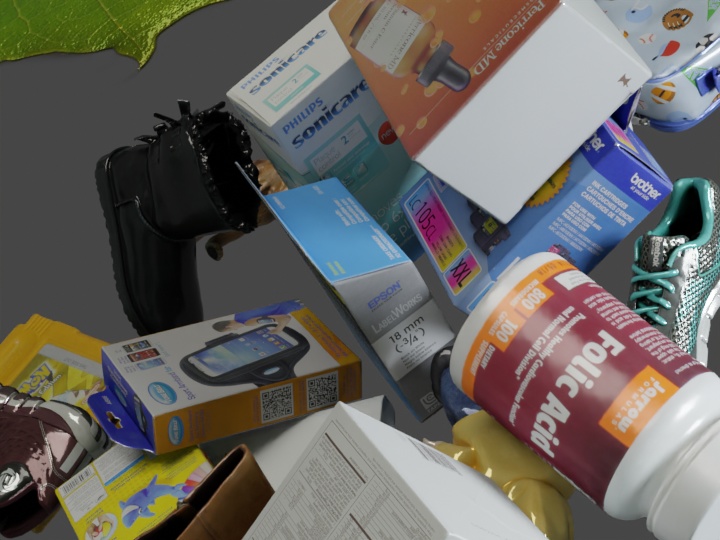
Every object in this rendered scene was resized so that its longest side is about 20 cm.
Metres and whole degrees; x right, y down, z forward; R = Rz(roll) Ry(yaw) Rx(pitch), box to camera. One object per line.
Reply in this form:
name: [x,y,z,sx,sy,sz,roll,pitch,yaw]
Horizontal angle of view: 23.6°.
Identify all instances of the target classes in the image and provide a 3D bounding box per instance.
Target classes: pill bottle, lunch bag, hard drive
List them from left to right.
hard drive: [-0.071,0.173,1.312,0.199,0.026,0.132,-16,41,22]
pill bottle: [0.164,0.088,1.115,0.200,0.114,0.114,39,75,26]
lunch bag: [0.277,-0.201,1.423,0.200,0.076,0.160,-40,40,-9]

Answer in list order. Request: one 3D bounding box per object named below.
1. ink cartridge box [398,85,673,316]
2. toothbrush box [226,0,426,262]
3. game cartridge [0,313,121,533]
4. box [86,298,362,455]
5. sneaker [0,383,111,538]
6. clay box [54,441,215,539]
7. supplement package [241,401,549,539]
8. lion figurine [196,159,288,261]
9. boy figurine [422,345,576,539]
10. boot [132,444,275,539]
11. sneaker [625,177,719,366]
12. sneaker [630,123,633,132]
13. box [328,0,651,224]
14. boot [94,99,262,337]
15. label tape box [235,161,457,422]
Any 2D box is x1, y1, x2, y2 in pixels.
ink cartridge box: [0.137,-0.067,1.268,0.200,0.076,0.137,-45,40,15]
toothbrush box: [0.006,-0.108,1.415,0.146,0.200,0.085,-40,38,-10]
game cartridge: [-0.288,0.127,1.515,0.199,0.033,0.177,17,60,43]
box: [-0.112,0.082,1.352,0.199,0.042,0.119,-12,29,-25]
sneaker: [-0.306,0.156,1.416,0.199,0.076,0.116,6,55,40]
clay box: [-0.144,0.195,1.281,0.115,0.048,0.200,-36,38,-5]
supplement package: [0.012,0.220,1.052,0.201,0.151,0.151,-55,37,7]
lion figurine: [-0.127,-0.057,1.563,0.199,0.073,0.122,0,32,44]
boy figurine: [0.109,0.131,1.194,0.123,0.065,0.201,-9,41,-10]
boot: [-0.040,0.176,1.143,0.188,0.200,0.068,-38,38,-5]
sneaker: [0.213,0.016,1.220,0.077,0.091,0.201,4,52,39]
sneaker: [0.174,-0.167,1.373,0.075,0.201,0.099,-22,4,36]
box: [0.087,-0.164,1.237,0.152,0.106,0.200,-46,40,16]
boot: [-0.141,-0.036,1.437,0.073,0.200,0.162,-17,1,-43]
label tape box: [0.000,0.000,1.303,0.063,0.200,0.144,-36,38,-3]
